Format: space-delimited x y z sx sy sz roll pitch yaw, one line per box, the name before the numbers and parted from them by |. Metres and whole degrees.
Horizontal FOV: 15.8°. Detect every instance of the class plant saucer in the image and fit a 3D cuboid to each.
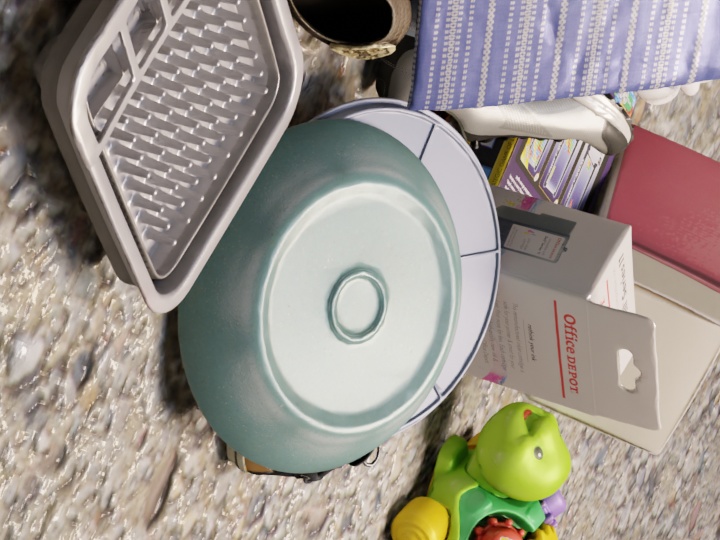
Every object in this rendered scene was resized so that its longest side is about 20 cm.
plant saucer | -0.011 0.017 1.440 0.199 0.036 0.201 -9 103 -38

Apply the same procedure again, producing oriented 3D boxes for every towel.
towel | 0.125 -0.160 1.443 0.024 0.199 0.145 -115 -157 -50

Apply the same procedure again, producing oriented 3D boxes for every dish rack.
dish rack | -0.096 -0.093 1.270 0.172 0.043 0.200 -61 155 -26

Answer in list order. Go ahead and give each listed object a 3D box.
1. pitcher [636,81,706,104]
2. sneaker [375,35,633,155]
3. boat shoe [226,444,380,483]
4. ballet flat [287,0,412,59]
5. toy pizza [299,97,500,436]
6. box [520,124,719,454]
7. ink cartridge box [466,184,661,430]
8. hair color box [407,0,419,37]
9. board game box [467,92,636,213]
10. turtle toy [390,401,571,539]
pitcher | 0.212 -0.179 1.791 0.200 0.121 0.172 30 54 -63
sneaker | 0.086 -0.109 1.591 0.200 0.074 0.080 22 103 -38
boat shoe | -0.011 0.087 1.573 0.200 0.062 0.075 -20 122 -64
ballet flat | -0.013 -0.149 1.360 0.200 0.067 0.047 66 18 -70
toy pizza | 0.000 0.000 1.490 0.200 0.032 0.201 -8 103 -38
box | 0.200 0.011 1.840 0.200 0.109 0.128 -68 -177 -54
ink cartridge box | 0.105 0.016 1.605 0.067 0.199 0.117 -56 153 -33
hair color box | 0.017 -0.212 1.419 0.099 0.060 0.200 -67 158 -12
board game box | 0.114 -0.085 1.742 0.166 0.057 0.200 -66 157 -10
turtle toy | 0.093 0.179 1.826 0.146 0.101 0.201 -41 142 -52
